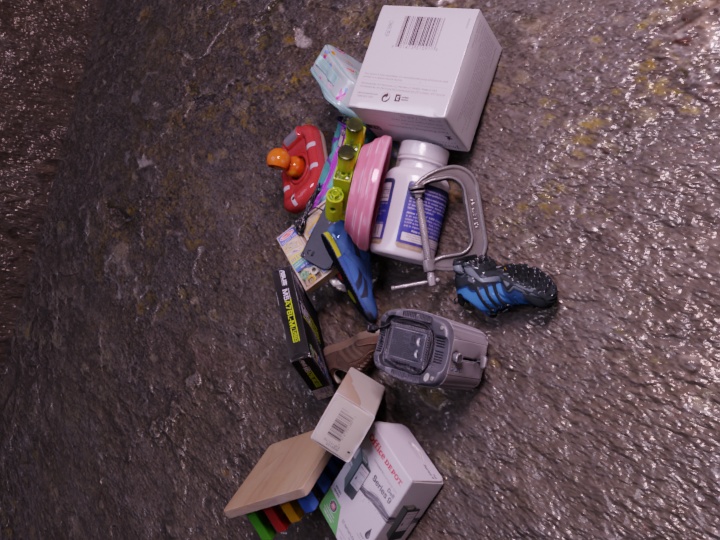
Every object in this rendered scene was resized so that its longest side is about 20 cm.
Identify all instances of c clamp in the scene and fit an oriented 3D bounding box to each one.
[{"bbox_3d":[0.128,-0.073,1.357,0.027,0.167,0.205,45,-138,-88],"label":"c clamp"}]

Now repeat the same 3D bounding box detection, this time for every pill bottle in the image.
[{"bbox_3d":[0.093,-0.119,1.433,0.119,0.118,0.204,12,88,50],"label":"pill bottle"}]

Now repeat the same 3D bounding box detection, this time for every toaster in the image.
[{"bbox_3d":[0.114,0.131,1.329,0.198,0.128,0.116,8,84,49],"label":"toaster"}]

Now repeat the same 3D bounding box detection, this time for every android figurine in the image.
[{"bbox_3d":[-0.025,-0.171,1.431,0.201,0.040,0.185,100,-176,-61],"label":"android figurine"}]

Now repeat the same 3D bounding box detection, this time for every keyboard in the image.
[{"bbox_3d":[-0.059,-0.109,1.560,0.126,0.021,0.203,27,89,25],"label":"keyboard"}]

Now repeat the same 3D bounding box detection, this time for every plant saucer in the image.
[{"bbox_3d":[0.012,-0.139,1.421,0.201,0.050,0.205,13,-91,-86],"label":"plant saucer"}]

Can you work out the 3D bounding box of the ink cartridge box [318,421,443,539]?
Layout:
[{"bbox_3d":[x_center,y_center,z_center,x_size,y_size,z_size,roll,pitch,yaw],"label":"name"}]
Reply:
[{"bbox_3d":[0.032,0.382,1.386,0.202,0.083,0.146,-60,43,18],"label":"ink cartridge box"}]

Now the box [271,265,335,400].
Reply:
[{"bbox_3d":[-0.107,0.122,1.550,0.047,0.201,0.196,-16,58,5],"label":"box"}]

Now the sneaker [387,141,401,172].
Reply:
[{"bbox_3d":[0.069,-0.239,1.534,0.089,0.066,0.205,9,89,44],"label":"sneaker"}]

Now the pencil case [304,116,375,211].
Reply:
[{"bbox_3d":[-0.042,-0.201,1.636,0.084,0.092,0.203,28,103,32],"label":"pencil case"}]

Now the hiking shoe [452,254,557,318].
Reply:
[{"bbox_3d":[0.230,0.035,1.283,0.198,0.073,0.089,21,119,49],"label":"hiking shoe"}]

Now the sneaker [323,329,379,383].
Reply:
[{"bbox_3d":[0.009,0.156,1.508,0.199,0.070,0.077,-26,77,48],"label":"sneaker"}]

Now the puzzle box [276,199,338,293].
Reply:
[{"bbox_3d":[-0.056,-0.069,1.575,0.199,0.025,0.134,-37,65,10],"label":"puzzle box"}]

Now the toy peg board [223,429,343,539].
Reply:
[{"bbox_3d":[-0.116,0.398,1.503,0.197,0.200,0.099,-24,105,31],"label":"toy peg board"}]

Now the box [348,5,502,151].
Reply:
[{"bbox_3d":[0.114,-0.335,1.406,0.196,0.130,0.204,13,80,32],"label":"box"}]

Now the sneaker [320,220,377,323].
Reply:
[{"bbox_3d":[0.000,0.000,1.508,0.203,0.078,0.066,65,164,-16],"label":"sneaker"}]

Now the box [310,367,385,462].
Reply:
[{"bbox_3d":[-0.017,0.243,1.395,0.077,0.200,0.096,30,96,3],"label":"box"}]

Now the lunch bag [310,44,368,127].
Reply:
[{"bbox_3d":[-0.013,-0.357,1.584,0.078,0.158,0.201,-57,35,22],"label":"lunch bag"}]

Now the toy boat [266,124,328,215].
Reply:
[{"bbox_3d":[-0.144,-0.221,1.731,0.130,0.129,0.204,-34,55,38],"label":"toy boat"}]

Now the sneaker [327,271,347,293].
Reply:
[{"bbox_3d":[-0.047,-0.046,1.625,0.085,0.077,0.201,-44,58,17],"label":"sneaker"}]
